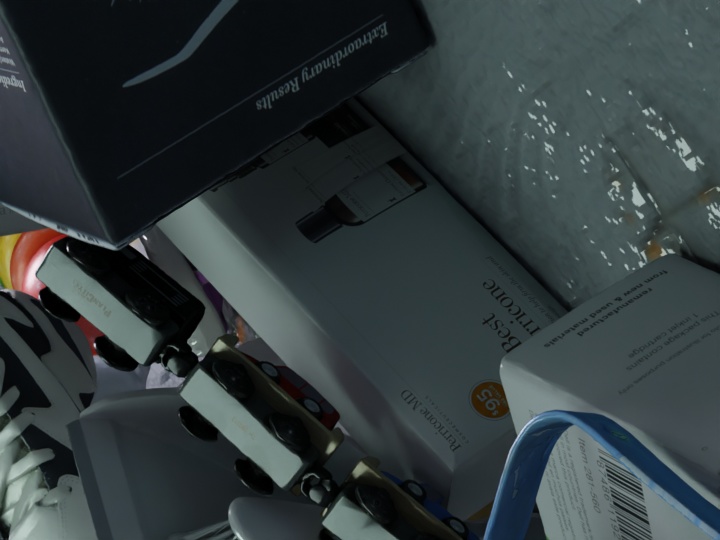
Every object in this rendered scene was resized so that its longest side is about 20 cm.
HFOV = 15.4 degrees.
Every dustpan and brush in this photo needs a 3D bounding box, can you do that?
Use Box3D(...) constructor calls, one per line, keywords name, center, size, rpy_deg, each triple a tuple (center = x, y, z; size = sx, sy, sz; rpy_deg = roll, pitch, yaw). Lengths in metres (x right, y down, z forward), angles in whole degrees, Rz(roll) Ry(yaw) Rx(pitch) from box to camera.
Box3D(name="dustpan and brush", center=(0.002, 0.103, 0.980), size=(0.057, 0.199, 0.140), rpy_deg=(-45, 50, 33))

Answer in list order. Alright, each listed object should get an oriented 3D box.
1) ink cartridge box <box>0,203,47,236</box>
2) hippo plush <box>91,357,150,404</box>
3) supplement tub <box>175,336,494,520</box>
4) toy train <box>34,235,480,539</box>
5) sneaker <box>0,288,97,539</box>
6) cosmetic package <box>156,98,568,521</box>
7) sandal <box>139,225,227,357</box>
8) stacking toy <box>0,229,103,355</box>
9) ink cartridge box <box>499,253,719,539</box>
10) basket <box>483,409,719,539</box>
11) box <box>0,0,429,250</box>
Box3D(name="ink cartridge box", center=(-0.185, -0.114, 1.082), size=(0.083, 0.146, 0.201), rpy_deg=(21, 119, 60))
Box3D(name="hippo plush", center=(-0.121, 0.135, 1.269), size=(0.161, 0.200, 0.160), rpy_deg=(39, 135, 20))
Box3D(name="supplement tub", center=(0.000, 0.135, 1.109), size=(0.144, 0.144, 0.201), rpy_deg=(20, 138, 56))
Box3D(name="toy train", center=(-0.032, 0.054, 0.948), size=(0.200, 0.046, 0.034), rpy_deg=(40, 114, 8))
Box3D(name="sneaker", center=(-0.149, 0.067, 1.023), size=(0.129, 0.079, 0.200), rpy_deg=(30, -151, -41))
Box3D(name="cosmetic package", center=(0.000, 0.000, 1.013), size=(0.200, 0.082, 0.051), rpy_deg=(45, 155, 26))
Box3D(name="sandal", center=(-0.078, -0.029, 1.191), size=(0.203, 0.050, 0.083), rpy_deg=(79, 167, -67))
Box3D(name="stacking toy", center=(-0.136, -0.013, 1.215), size=(0.086, 0.085, 0.200), rpy_deg=(68, 171, -24))
Box3D(name="ink cartridge box", center=(0.146, 0.099, 0.832), size=(0.200, 0.084, 0.147), rpy_deg=(27, 141, 51))
Box3D(name="basket", center=(0.079, 0.163, 0.779), size=(0.176, 0.139, 0.201), rpy_deg=(35, 107, 47))
Box3D(name="box", center=(-0.089, -0.132, 0.935), size=(0.104, 0.148, 0.201), rpy_deg=(19, 136, 57))
